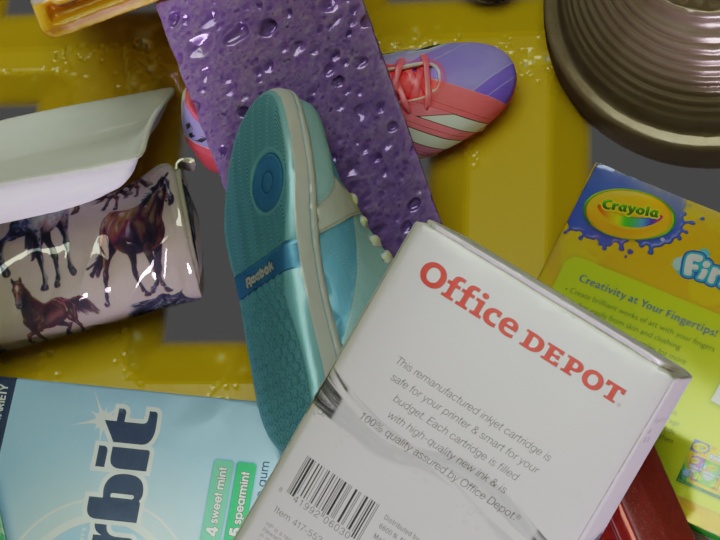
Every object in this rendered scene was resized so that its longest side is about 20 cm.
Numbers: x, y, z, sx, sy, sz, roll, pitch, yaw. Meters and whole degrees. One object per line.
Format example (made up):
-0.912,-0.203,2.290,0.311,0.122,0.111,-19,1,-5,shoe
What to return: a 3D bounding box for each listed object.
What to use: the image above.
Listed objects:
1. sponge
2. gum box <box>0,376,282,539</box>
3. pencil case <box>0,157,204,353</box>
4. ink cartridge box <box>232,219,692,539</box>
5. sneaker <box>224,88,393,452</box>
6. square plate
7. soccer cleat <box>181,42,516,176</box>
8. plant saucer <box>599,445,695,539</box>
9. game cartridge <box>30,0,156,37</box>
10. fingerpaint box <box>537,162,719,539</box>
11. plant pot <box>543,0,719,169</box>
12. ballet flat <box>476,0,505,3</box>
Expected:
-0.029,-0.076,1.122,0.111,0.030,0.201,-19,103,3,sponge
-0.135,0.151,1.096,0.198,0.045,0.171,5,68,10,gum box
-0.182,-0.005,1.149,0.198,0.078,0.090,-14,93,4,pencil case
0.047,0.098,0.958,0.146,0.086,0.201,32,95,16,ink cartridge box
0.000,0.000,1.095,0.130,0.079,0.202,-1,80,-33,sneaker
-0.208,-0.056,1.142,0.198,0.198,0.029,-12,105,4,square plate
-0.007,-0.100,1.162,0.198,0.077,0.067,-10,66,6,soccer cleat
0.074,0.167,1.009,0.199,0.037,0.201,-26,78,14,plant saucer
-0.106,-0.197,1.175,0.175,0.200,0.033,-21,108,1,game cartridge
0.183,0.060,1.064,0.199,0.073,0.168,22,74,17,fingerpaint box
0.202,-0.169,1.148,0.199,0.093,0.202,-4,66,9,plant pot
0.064,-0.264,1.216,0.071,0.072,0.202,-14,99,3,ballet flat
